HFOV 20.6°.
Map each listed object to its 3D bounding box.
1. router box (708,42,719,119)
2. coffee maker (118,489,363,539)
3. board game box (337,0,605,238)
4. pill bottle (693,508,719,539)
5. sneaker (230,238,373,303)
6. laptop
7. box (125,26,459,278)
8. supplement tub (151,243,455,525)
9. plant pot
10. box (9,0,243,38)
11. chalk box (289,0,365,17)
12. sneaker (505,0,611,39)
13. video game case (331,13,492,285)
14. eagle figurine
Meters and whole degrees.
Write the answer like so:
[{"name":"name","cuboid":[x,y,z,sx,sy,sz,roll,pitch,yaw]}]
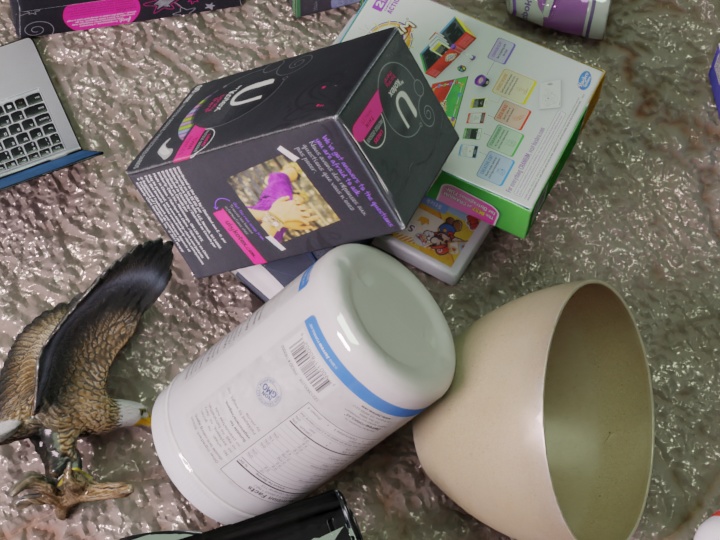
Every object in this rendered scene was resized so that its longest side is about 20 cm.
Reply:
[{"name":"router box","cuboid":[0.400,-0.103,1.650,0.179,0.049,0.200,-6,62,-6]},{"name":"coffee maker","cuboid":[-0.087,0.240,1.366,0.200,0.192,0.135,-16,92,-8]},{"name":"board game box","cuboid":[0.070,-0.130,1.549,0.200,0.040,0.153,25,59,11]},{"name":"pill bottle","cuboid":[0.323,0.198,1.450,0.200,0.113,0.112,-35,69,-19]},{"name":"sneaker","cuboid":[-0.001,-0.001,1.547,0.146,0.077,0.202,-44,70,-6]},{"name":"laptop","cuboid":[-0.323,-0.111,1.587,0.187,0.116,0.200,-20,65,-13]},{"name":"box","cuboid":[-0.050,-0.085,1.456,0.200,0.106,0.122,-12,31,34]},{"name":"supplement tub","cuboid":[-0.041,0.084,1.430,0.132,0.200,0.132,34,35,-28]},{"name":"plant pot","cuboid":[0.118,0.110,1.463,0.134,0.200,0.201,-4,57,31]},{"name":"box","cuboid":[-0.206,-0.291,1.678,0.200,0.132,0.115,-10,64,-8]},{"name":"chalk box","cuboid":[-0.014,-0.307,1.695,0.124,0.125,0.200,-15,62,-10]},{"name":"sneaker","cuboid":[0.178,-0.302,1.737,0.114,0.073,0.201,13,62,8]},{"name":"video game case","cuboid":[0.035,-0.104,1.651,0.200,0.023,0.182,28,64,11]},{"name":"eagle figurine","cuboid":[-0.211,0.081,1.485,0.151,0.151,0.200,-4,72,17]}]
